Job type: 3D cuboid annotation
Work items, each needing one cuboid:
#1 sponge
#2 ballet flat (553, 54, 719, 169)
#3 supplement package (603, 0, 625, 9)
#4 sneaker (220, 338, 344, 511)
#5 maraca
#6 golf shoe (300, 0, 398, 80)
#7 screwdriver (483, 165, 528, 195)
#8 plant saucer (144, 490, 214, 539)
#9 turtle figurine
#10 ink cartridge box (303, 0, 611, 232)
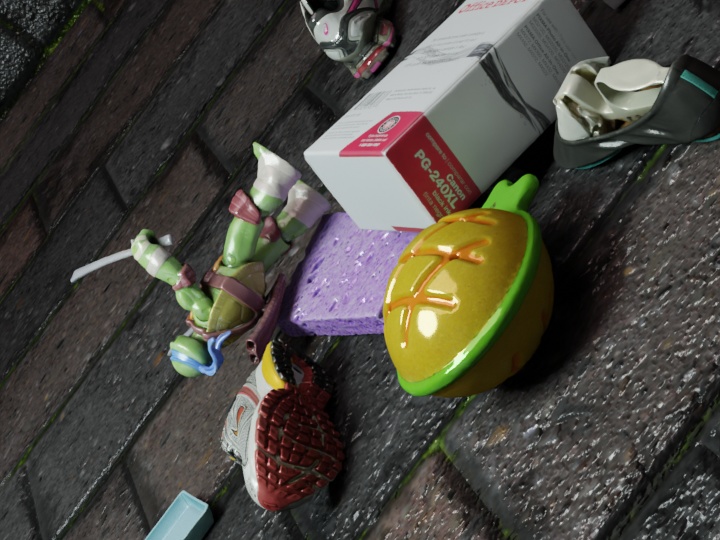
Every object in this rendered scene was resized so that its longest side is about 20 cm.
[{"bbox_3d":[0.000,0.000,1.546,0.200,0.030,0.112,-6,53,62],"label":"sponge"},{"bbox_3d":[0.180,-0.118,1.298,0.200,0.068,0.068,-11,48,60],"label":"ballet flat"},{"bbox_3d":[0.190,-0.354,1.454,0.200,0.191,0.147,-45,25,22],"label":"supplement package"},{"bbox_3d":[-0.063,0.132,1.441,0.082,0.078,0.200,-52,12,17],"label":"sneaker"},{"bbox_3d":[0.075,0.009,1.281,0.137,0.107,0.200,-38,21,30],"label":"maraca"},{"bbox_3d":[-0.017,-0.267,1.884,0.073,0.092,0.200,-49,21,18],"label":"golf shoe"},{"bbox_3d":[0.086,-0.075,1.494,0.028,0.029,0.200,-57,18,-6],"label":"screwdriver"},{"bbox_3d":[-0.190,0.269,1.536,0.200,0.019,0.070,-52,21,-11],"label":"plant saucer"},{"bbox_3d":[-0.130,-0.016,1.609,0.194,0.144,0.200,-54,25,-5],"label":"turtle figurine"},{"bbox_3d":[0.074,-0.125,1.446,0.200,0.083,0.145,-44,19,-17],"label":"ink cartridge box"}]
